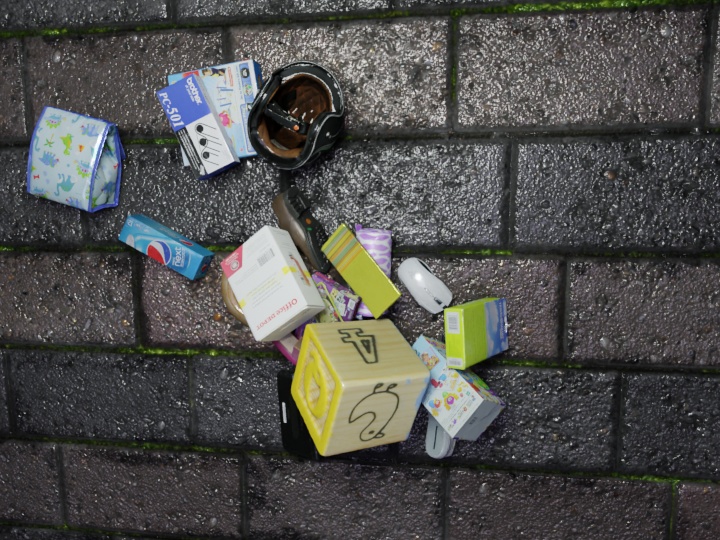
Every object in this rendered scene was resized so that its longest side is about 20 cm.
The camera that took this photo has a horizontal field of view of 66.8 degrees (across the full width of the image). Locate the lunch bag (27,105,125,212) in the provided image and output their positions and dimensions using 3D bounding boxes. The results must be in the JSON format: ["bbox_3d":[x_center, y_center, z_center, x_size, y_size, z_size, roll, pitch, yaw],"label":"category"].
[{"bbox_3d":[-0.638,-0.253,1.231,0.170,0.127,0.200,15,110,6],"label":"lunch bag"}]

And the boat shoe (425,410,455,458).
[{"bbox_3d":[0.190,0.318,1.228,0.074,0.067,0.200,7,79,41],"label":"boat shoe"}]

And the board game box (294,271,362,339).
[{"bbox_3d":[-0.078,0.113,1.207,0.120,0.032,0.200,28,122,13],"label":"board game box"}]

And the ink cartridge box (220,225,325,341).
[{"bbox_3d":[-0.185,0.031,1.151,0.145,0.083,0.200,-35,70,19],"label":"ink cartridge box"}]

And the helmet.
[{"bbox_3d":[-0.126,-0.318,1.116,0.200,0.191,0.200,12,132,13],"label":"helmet"}]

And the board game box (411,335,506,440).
[{"bbox_3d":[0.184,0.244,1.145,0.105,0.103,0.200,-54,48,12],"label":"board game box"}]

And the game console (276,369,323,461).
[{"bbox_3d":[-0.094,0.330,1.293,0.176,0.116,0.200,2,99,38],"label":"game console"}]

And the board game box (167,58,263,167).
[{"bbox_3d":[-0.305,-0.342,1.205,0.196,0.056,0.200,-7,97,9],"label":"board game box"}]

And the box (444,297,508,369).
[{"bbox_3d":[0.245,0.125,1.140,0.048,0.200,0.122,0,94,39],"label":"box"}]

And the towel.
[{"bbox_3d":[0.000,0.000,1.156,0.200,0.018,0.086,51,120,14],"label":"towel"}]

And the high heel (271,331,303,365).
[{"bbox_3d":[-0.191,0.145,1.235,0.200,0.067,0.096,43,146,14],"label":"high heel"}]

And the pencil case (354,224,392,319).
[{"bbox_3d":[0.023,0.004,1.200,0.085,0.084,0.200,12,100,40],"label":"pencil case"}]

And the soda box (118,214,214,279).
[{"bbox_3d":[-0.446,-0.056,1.261,0.200,0.068,0.064,28,101,3],"label":"soda box"}]

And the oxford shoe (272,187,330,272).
[{"bbox_3d":[-0.131,-0.081,1.221,0.084,0.073,0.200,-23,97,34],"label":"oxford shoe"}]

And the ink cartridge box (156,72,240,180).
[{"bbox_3d":[-0.345,-0.304,1.165,0.094,0.044,0.200,-24,94,9],"label":"ink cartridge box"}]

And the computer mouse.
[{"bbox_3d":[0.159,0.058,1.203,0.200,0.044,0.110,45,103,0],"label":"computer mouse"}]

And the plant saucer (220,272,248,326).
[{"bbox_3d":[-0.233,0.043,1.262,0.200,0.035,0.200,1,99,8],"label":"plant saucer"}]

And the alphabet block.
[{"bbox_3d":[-0.007,0.230,1.120,0.200,0.196,0.196,-2,120,-28],"label":"alphabet block"}]
